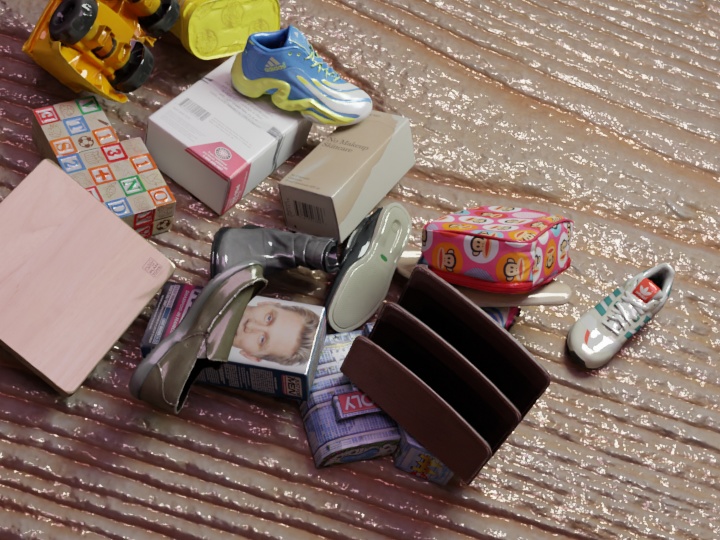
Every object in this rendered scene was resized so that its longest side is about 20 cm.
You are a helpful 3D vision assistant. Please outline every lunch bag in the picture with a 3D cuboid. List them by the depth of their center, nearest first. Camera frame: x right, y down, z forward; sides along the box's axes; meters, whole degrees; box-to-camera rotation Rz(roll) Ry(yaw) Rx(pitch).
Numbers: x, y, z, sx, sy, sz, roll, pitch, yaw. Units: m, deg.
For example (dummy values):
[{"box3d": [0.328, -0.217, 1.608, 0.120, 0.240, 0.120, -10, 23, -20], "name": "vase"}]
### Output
[{"box3d": [0.160, -0.034, 1.347, 0.174, 0.083, 0.199, 12, 17, 29], "name": "lunch bag"}]

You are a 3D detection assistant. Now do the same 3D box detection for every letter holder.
[{"box3d": [0.095, 0.113, 1.208, 0.200, 0.143, 0.100, 40, 52, 12], "name": "letter holder"}]

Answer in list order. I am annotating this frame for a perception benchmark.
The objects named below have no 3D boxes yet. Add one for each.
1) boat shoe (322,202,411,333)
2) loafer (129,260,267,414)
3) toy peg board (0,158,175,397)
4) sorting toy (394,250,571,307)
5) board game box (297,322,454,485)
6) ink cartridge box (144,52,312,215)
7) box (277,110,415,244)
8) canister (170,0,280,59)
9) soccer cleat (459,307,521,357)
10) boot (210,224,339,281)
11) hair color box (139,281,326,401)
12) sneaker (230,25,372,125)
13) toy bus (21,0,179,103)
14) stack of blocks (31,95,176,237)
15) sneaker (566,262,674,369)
[{"box3d": [0.000, 0.000, 1.400, 0.072, 0.067, 0.201, 48, 54, -30], "name": "boat shoe"}, {"box3d": [-0.165, 0.076, 1.182, 0.069, 0.075, 0.200, 38, 80, 14], "name": "loafer"}, {"box3d": [-0.357, 0.017, 1.246, 0.199, 0.098, 0.201, 40, 61, -6], "name": "toy peg board"}, {"box3d": [0.149, 0.015, 1.395, 0.183, 0.037, 0.200, -1, 16, -18], "name": "sorting toy"}, {"box3d": [0.033, 0.162, 1.283, 0.198, 0.062, 0.201, -7, 56, -22], "name": "board game box"}, {"box3d": [-0.175, -0.191, 1.462, 0.145, 0.085, 0.200, 36, 53, 10], "name": "ink cartridge box"}, {"box3d": [-0.015, -0.132, 1.457, 0.094, 0.078, 0.200, 15, 45, 29], "name": "box"}, {"box3d": [-0.226, -0.389, 1.555, 0.147, 0.087, 0.200, -19, 41, -28], "name": "canister"}, {"box3d": [0.147, 0.064, 1.343, 0.086, 0.070, 0.200, 29, 18, 6], "name": "soccer cleat"}, {"box3d": [-0.098, -0.019, 1.299, 0.130, 0.071, 0.200, 6, 17, 12], "name": "boot"}, {"box3d": [-0.146, 0.081, 1.256, 0.197, 0.061, 0.101, 9, 52, 6], "name": "hair color box"}, {"box3d": [-0.072, -0.261, 1.429, 0.197, 0.106, 0.076, 12, 50, -10], "name": "sneaker"}, {"box3d": [-0.361, -0.338, 1.449, 0.191, 0.135, 0.202, 11, 71, 43], "name": "toy bus"}, {"box3d": [-0.332, -0.130, 1.382, 0.114, 0.059, 0.201, -19, 62, -29], "name": "stack of blocks"}, {"box3d": [0.354, 0.052, 1.448, 0.199, 0.094, 0.070, -33, 69, -34], "name": "sneaker"}]
